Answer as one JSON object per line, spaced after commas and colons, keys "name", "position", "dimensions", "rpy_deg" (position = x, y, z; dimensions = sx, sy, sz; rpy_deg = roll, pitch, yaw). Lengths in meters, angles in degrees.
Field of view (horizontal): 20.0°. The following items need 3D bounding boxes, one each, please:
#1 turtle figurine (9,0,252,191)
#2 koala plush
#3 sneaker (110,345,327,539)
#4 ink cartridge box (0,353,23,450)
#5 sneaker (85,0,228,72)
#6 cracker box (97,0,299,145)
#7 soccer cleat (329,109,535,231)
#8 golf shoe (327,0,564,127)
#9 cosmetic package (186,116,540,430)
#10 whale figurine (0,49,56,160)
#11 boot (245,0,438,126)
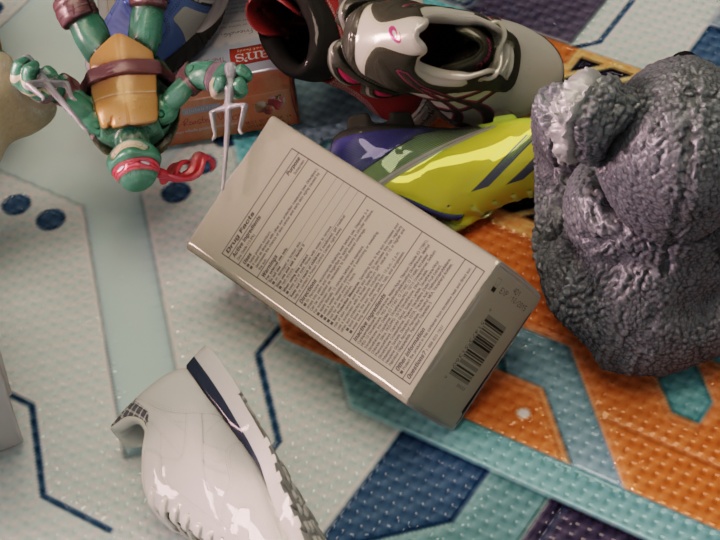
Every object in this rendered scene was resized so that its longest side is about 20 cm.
{"name": "turtle figurine", "position": [-0.153, -0.126, 1.311], "dimensions": [0.148, 0.101, 0.202], "rpy_deg": [-6, 68, -16]}
{"name": "koala plush", "position": [0.183, -0.052, 1.197], "dimensions": [0.175, 0.200, 0.185], "rpy_deg": [10, 64, 2]}
{"name": "sneaker", "position": [-0.076, 0.134, 1.175], "dimensions": [0.080, 0.077, 0.200], "rpy_deg": [-30, 45, -6]}
{"name": "ink cartridge box", "position": [-0.318, 0.045, 1.205], "dimensions": [0.198, 0.148, 0.146], "rpy_deg": [-18, 64, -11]}
{"name": "sneaker", "position": [-0.122, -0.209, 1.401], "dimensions": [0.075, 0.077, 0.200], "rpy_deg": [29, 71, 32]}
{"name": "cracker box", "position": [-0.120, -0.179, 1.477], "dimensions": [0.133, 0.058, 0.201], "rpy_deg": [-9, 45, 1]}
{"name": "soccer cleat", "position": [0.077, -0.061, 1.351], "dimensions": [0.198, 0.065, 0.085], "rpy_deg": [-1, 76, 0]}
{"name": "golf shoe", "position": [0.073, -0.135, 1.346], "dimensions": [0.199, 0.078, 0.088], "rpy_deg": [3, 2, -40]}
{"name": "cosmetic package", "position": [0.000, 0.000, 1.257], "dimensions": [0.199, 0.071, 0.106], "rpy_deg": [35, 90, 33]}
{"name": "whale figurine", "position": [-0.295, -0.070, 1.323], "dimensions": [0.200, 0.159, 0.104], "rpy_deg": [-43, 53, 2]}
{"name": "boot", "position": [-0.028, -0.192, 1.419], "dimensions": [0.143, 0.073, 0.201], "rpy_deg": [18, 34, -36]}
